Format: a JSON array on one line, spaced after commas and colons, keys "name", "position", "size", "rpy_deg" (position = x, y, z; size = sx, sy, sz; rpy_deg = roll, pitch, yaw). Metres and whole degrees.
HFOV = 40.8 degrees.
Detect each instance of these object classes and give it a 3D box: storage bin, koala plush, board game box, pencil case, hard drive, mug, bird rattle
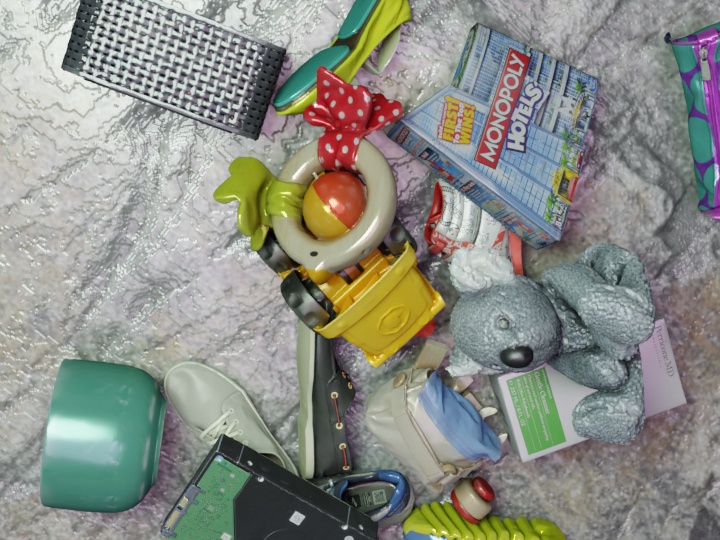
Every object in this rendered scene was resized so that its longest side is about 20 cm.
[{"name": "storage bin", "position": [-0.180, -0.208, 0.958], "size": [0.196, 0.135, 0.095], "rpy_deg": [18, 99, -9]}, {"name": "koala plush", "position": [0.182, 0.055, 0.977], "size": [0.195, 0.185, 0.180], "rpy_deg": [0, 123, 8]}, {"name": "board game box", "position": [0.137, -0.155, 1.006], "size": [0.197, 0.062, 0.204], "rpy_deg": [22, 77, -10]}, {"name": "pencil case", "position": [0.390, -0.165, 1.046], "size": [0.084, 0.092, 0.204], "rpy_deg": [-5, 107, 37]}, {"name": "hard drive", "position": [-0.098, 0.275, 1.029], "size": [0.198, 0.038, 0.141], "rpy_deg": [30, 114, -10]}, {"name": "mug", "position": [-0.268, 0.179, 1.033], "size": [0.112, 0.185, 0.155], "rpy_deg": [7, 76, -9]}, {"name": "bird rattle", "position": [-0.028, -0.079, 0.917], "size": [0.199, 0.113, 0.164], "rpy_deg": [-36, 65, 1]}]

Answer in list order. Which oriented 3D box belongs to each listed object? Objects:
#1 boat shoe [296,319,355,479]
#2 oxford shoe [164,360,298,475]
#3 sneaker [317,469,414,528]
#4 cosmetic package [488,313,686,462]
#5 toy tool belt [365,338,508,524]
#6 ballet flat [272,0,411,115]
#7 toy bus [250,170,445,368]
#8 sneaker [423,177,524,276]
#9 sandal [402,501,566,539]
[{"name": "boat shoe", "position": [-0.039, 0.132, 1.075], "size": [0.062, 0.074, 0.206], "rpy_deg": [-4, 104, -12]}, {"name": "oxford shoe", "position": [-0.142, 0.180, 1.066], "size": [0.075, 0.058, 0.201], "rpy_deg": [-42, 86, 7]}, {"name": "sneaker", "position": [-0.035, 0.265, 1.083], "size": [0.196, 0.086, 0.078], "rpy_deg": [-20, 66, -7]}, {"name": "cosmetic package", "position": [0.251, 0.125, 1.094], "size": [0.196, 0.085, 0.110], "rpy_deg": [-20, 99, 0]}, {"name": "toy tool belt", "position": [0.105, 0.179, 1.072], "size": [0.123, 0.125, 0.200], "rpy_deg": [-43, 103, 12]}, {"name": "ballet flat", "position": [-0.009, -0.214, 0.988], "size": [0.067, 0.066, 0.201], "rpy_deg": [48, 66, -31]}, {"name": "toy bus", "position": [0.000, 0.000, 1.020], "size": [0.135, 0.201, 0.192], "rpy_deg": [-42, 138, 5]}, {"name": "sneaker", "position": [0.124, -0.007, 1.063], "size": [0.105, 0.067, 0.206], "rpy_deg": [-3, 97, -9]}, {"name": "sandal", "position": [0.141, 0.330, 1.129], "size": [0.196, 0.080, 0.089], "rpy_deg": [14, 104, -7]}]
